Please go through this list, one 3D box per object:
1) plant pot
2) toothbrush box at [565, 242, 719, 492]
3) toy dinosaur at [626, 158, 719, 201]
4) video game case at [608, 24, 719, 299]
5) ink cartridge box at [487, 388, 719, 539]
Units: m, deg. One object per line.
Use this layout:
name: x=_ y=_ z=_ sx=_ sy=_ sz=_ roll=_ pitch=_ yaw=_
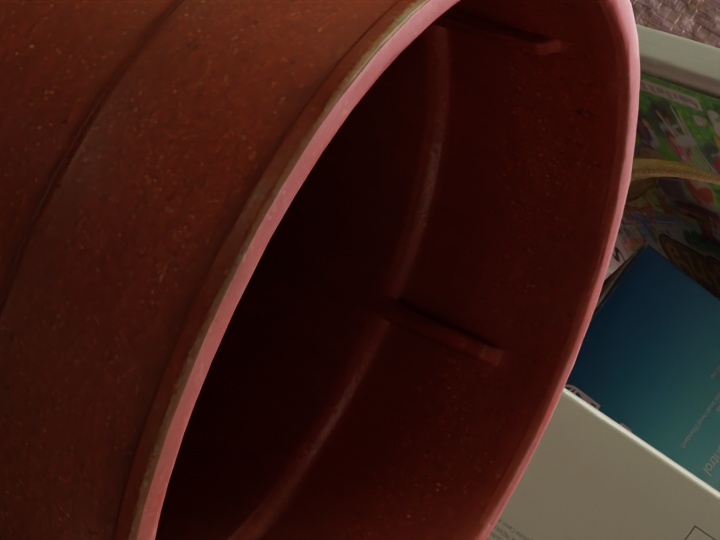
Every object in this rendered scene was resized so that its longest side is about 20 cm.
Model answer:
plant pot: x=-0.069 y=-0.014 z=0.531 sx=0.195 sy=0.201 sz=0.201 roll=25 pitch=-2 yaw=24
toothbrush box: x=0.153 y=0.093 z=0.905 sx=0.200 sy=0.085 sz=0.146 roll=38 pitch=-12 yaw=3
toy dinosaur: x=0.073 y=-0.026 z=0.884 sx=0.101 sy=0.058 sz=0.200 roll=-11 pitch=-10 yaw=-14
video game case: x=0.141 y=-0.019 z=0.915 sx=0.200 sy=0.022 sz=0.182 roll=29 pitch=-28 yaw=59
ink cartridge box: x=0.072 y=0.111 z=0.809 sx=0.200 sy=0.084 sz=0.176 roll=34 pitch=-13 yaw=18
